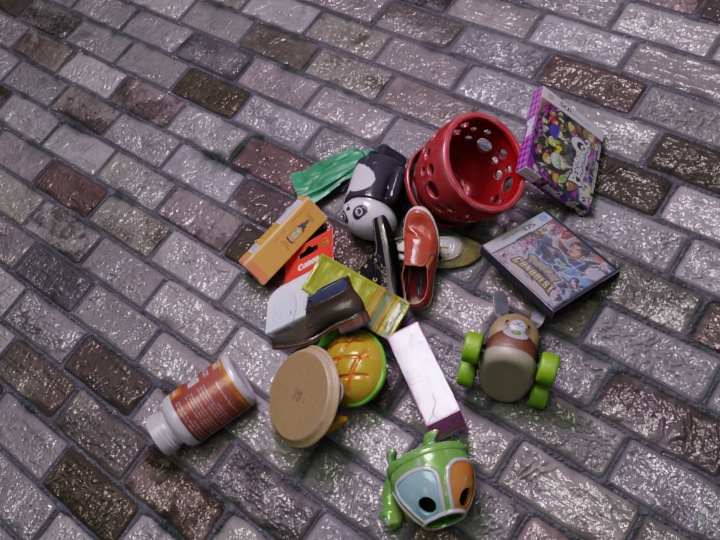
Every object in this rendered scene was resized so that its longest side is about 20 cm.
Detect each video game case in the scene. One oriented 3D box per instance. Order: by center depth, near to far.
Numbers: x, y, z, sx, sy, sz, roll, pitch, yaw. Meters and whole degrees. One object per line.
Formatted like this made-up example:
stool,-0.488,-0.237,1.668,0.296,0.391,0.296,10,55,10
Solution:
video game case,0.357,-0.017,1.544,0.179,0.026,0.200,-27,54,-25
video game case,0.400,-0.237,1.619,0.036,0.180,0.202,-25,42,55

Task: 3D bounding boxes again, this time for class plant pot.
plant pot,0.197,-0.184,1.606,0.182,0.199,0.202,-27,40,57

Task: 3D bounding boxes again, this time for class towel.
towel,-0.008,0.049,1.556,0.198,0.018,0.087,30,72,4

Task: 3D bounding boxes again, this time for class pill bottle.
pill bottle,-0.310,0.265,1.576,0.199,0.112,0.113,-35,57,-5

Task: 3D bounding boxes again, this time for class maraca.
maraca,-0.020,0.168,1.546,0.137,0.107,0.201,-39,48,8

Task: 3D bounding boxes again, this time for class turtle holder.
turtle holder,0.106,0.365,1.372,0.183,0.141,0.133,-19,58,4

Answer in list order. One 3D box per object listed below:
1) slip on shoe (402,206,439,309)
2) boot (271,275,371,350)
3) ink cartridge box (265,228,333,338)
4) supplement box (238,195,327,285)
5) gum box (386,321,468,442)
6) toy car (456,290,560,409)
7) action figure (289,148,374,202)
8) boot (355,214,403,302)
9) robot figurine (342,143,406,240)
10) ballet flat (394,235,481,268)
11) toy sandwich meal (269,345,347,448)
slip on shoe,0.113,-0.023,1.585,0.073,0.061,0.203,4,94,17
boot,-0.086,0.081,1.526,0.198,0.075,0.098,-19,95,10
ink cartridge box,-0.123,0.022,1.654,0.159,0.047,0.202,-27,53,39
supplement box,-0.164,-0.066,1.729,0.200,0.067,0.069,-45,19,-5
gum box,0.120,0.201,1.477,0.066,0.114,0.201,-25,57,1
toy car,0.277,0.120,1.465,0.162,0.159,0.201,15,54,11
action figure,-0.052,-0.216,1.806,0.198,0.055,0.119,-27,55,5
boot,0.000,0.001,1.618,0.152,0.073,0.207,-8,92,17
robot figurine,0.032,-0.162,1.705,0.123,0.151,0.202,12,67,11
ballet flat,0.144,-0.041,1.638,0.197,0.071,0.072,-3,60,16
toy sandwich meal,-0.095,0.238,1.504,0.204,0.070,0.208,-17,64,40
